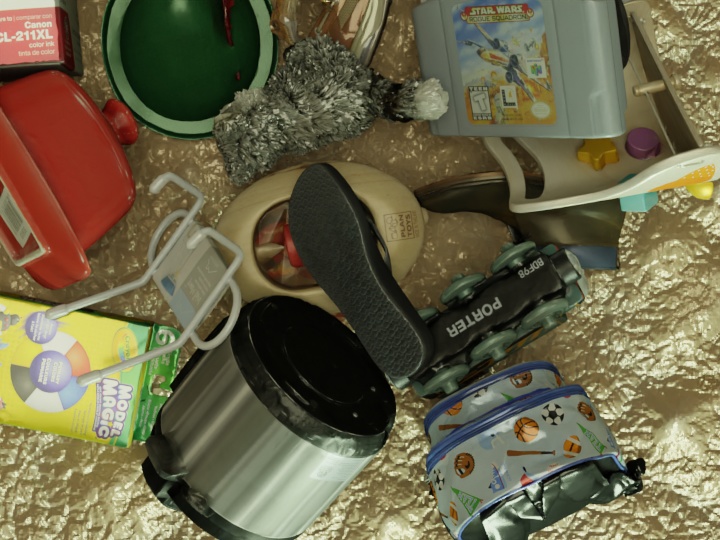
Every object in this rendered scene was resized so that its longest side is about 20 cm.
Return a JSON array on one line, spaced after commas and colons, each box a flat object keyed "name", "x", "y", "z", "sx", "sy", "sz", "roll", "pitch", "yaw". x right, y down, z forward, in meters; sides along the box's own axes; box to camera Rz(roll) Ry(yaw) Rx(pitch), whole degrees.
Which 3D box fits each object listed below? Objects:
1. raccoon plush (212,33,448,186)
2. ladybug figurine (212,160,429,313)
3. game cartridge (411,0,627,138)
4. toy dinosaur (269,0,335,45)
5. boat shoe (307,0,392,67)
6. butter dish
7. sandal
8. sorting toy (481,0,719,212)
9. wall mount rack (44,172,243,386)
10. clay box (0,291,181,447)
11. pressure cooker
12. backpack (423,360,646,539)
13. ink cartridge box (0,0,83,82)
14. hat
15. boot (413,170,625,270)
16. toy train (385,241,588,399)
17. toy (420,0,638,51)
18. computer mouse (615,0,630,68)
[{"name": "raccoon plush", "x": -0.040, "y": -0.137, "z": 1.403, "sx": 0.134, "sy": 0.199, "sz": 0.097, "roll": -46, "pitch": 119, "yaw": -36}, {"name": "ladybug figurine", "x": -0.035, "y": -0.030, "z": 1.468, "sx": 0.197, "sy": 0.072, "sz": 0.138, "roll": -8, "pitch": 93, "yaw": -1}, {"name": "game cartridge", "x": 0.130, "y": -0.181, "z": 1.373, "sx": 0.198, "sy": 0.041, "sz": 0.135, "roll": 4, "pitch": 116, "yaw": 41}, {"name": "toy dinosaur", "x": -0.025, "y": -0.296, "z": 1.414, "sx": 0.105, "sy": 0.060, "sz": 0.202, "roll": 18, "pitch": 79, "yaw": 36}, {"name": "boat shoe", "x": 0.006, "y": -0.280, "z": 1.460, "sx": 0.071, "sy": 0.076, "sz": 0.202, "roll": 21, "pitch": 89, "yaw": 1}, {"name": "butter dish", "x": -0.262, "y": -0.100, "z": 1.418, "sx": 0.147, "sy": 0.200, "sz": 0.201, "roll": -32, "pitch": 97, "yaw": -23}, {"name": "sandal", "x": 0.000, "y": 0.001, "z": 1.409, "sx": 0.076, "sy": 0.043, "sz": 0.202, "roll": -30, "pitch": 86, "yaw": 35}, {"name": "sorting toy", "x": 0.201, "y": -0.116, "z": 1.412, "sx": 0.178, "sy": 0.107, "sz": 0.201, "roll": -16, "pitch": 49, "yaw": 1}, {"name": "wall mount rack", "x": -0.185, "y": 0.015, "z": 1.406, "sx": 0.074, "sy": 0.200, "sz": 0.174, "roll": 31, "pitch": 101, "yaw": -35}, {"name": "clay box", "x": -0.270, "y": 0.091, "z": 1.478, "sx": 0.197, "sy": 0.048, "sz": 0.116, "roll": 11, "pitch": 92, "yaw": -1}, {"name": "pressure cooker", "x": -0.088, "y": 0.144, "z": 1.409, "sx": 0.175, "sy": 0.179, "sz": 0.200, "roll": 35, "pitch": 117, "yaw": -10}, {"name": "backpack", "x": 0.142, "y": 0.167, "z": 1.423, "sx": 0.199, "sy": 0.191, "sz": 0.155, "roll": -31, "pitch": 77, "yaw": 0}, {"name": "ink cartridge box", "x": -0.298, "y": -0.273, "z": 1.413, "sx": 0.082, "sy": 0.146, "sz": 0.203, "roll": -4, "pitch": 93, "yaw": -3}, {"name": "hat", "x": -0.153, "y": -0.219, "z": 1.403, "sx": 0.163, "sy": 0.176, "sz": 0.203, "roll": -5, "pitch": 92, "yaw": -3}, {"name": "boot", "x": 0.149, "y": -0.043, "z": 1.472, "sx": 0.197, "sy": 0.075, "sz": 0.098, "roll": -4, "pitch": 90, "yaw": -3}, {"name": "toy train", "x": 0.114, "y": 0.046, "z": 1.439, "sx": 0.199, "sy": 0.114, "sz": 0.086, "roll": -34, "pitch": 73, "yaw": 12}, {"name": "toy", "x": 0.156, "y": -0.234, "z": 1.477, "sx": 0.198, "sy": 0.047, "sz": 0.117, "roll": -16, "pitch": 95, "yaw": -8}, {"name": "computer mouse", "x": 0.151, "y": -0.253, "z": 1.375, "sx": 0.139, "sy": 0.046, "sz": 0.202, "roll": 0, "pitch": 109, "yaw": 37}]
